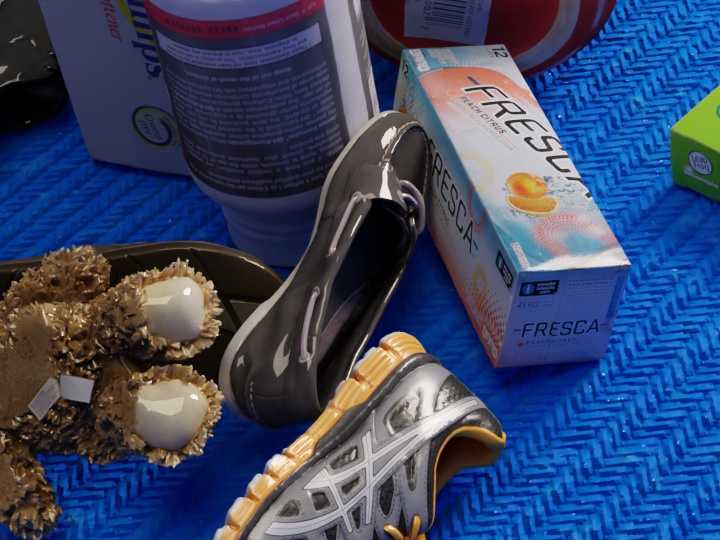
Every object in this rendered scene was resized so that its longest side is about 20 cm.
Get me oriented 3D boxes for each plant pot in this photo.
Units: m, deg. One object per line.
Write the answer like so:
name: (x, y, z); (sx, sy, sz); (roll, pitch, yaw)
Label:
plant pot: (0.074, -0.223, 1.166); (0.200, 0.201, 0.183); (-1, 52, 12)

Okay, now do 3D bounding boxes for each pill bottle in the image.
pill bottle: (-0.048, -0.100, 1.057); (0.111, 0.200, 0.111); (-6, 43, 6)

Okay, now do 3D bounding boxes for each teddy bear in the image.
teddy bear: (-0.151, 0.057, 0.990); (0.200, 0.067, 0.145); (-27, 71, 22)

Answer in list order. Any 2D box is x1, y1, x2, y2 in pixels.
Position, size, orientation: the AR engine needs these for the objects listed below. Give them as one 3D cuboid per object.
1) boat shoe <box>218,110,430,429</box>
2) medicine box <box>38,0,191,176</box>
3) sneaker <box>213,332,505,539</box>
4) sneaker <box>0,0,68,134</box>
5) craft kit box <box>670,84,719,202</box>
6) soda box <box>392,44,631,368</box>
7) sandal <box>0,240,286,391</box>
boat shoe: (0.000, 0.000, 1.008); (0.057, 0.067, 0.200); (6, 53, 36)
medicine box: (-0.098, -0.189, 1.171); (0.103, 0.182, 0.200); (10, 47, 22)
sneaker: (-0.007, 0.116, 0.921); (0.077, 0.078, 0.200); (32, 63, 15)
sneaker: (-0.209, -0.136, 1.233); (0.091, 0.076, 0.200); (25, 61, 21)
craft kit box: (0.307, -0.080, 1.076); (0.197, 0.049, 0.200); (27, 55, 37)
soda box: (0.074, -0.039, 1.055); (0.063, 0.068, 0.200); (-5, 42, -18)
sandal: (-0.123, 0.021, 1.054); (0.200, 0.082, 0.055); (-3, 18, 15)
